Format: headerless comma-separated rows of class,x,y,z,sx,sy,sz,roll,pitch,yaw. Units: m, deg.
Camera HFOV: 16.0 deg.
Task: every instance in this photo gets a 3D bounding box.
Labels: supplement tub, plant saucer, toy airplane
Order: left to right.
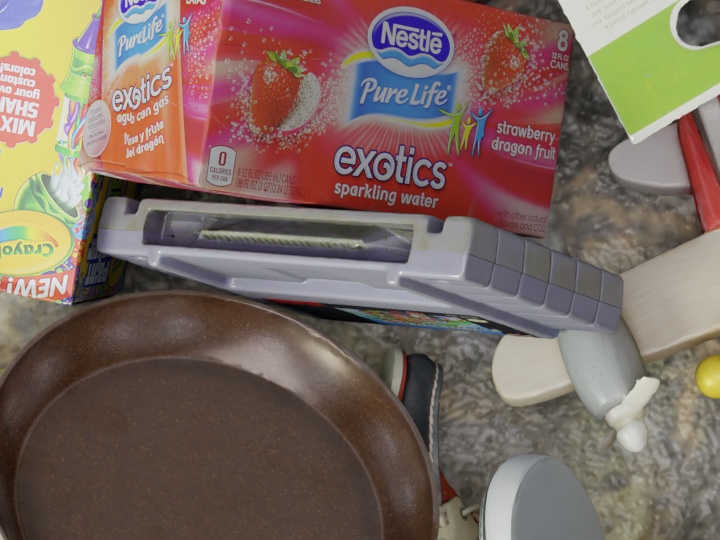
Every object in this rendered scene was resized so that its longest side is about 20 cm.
supplement tub,-0.140,0.135,1.152,0.199,0.145,0.146,25,93,3
plant saucer,-0.066,0.095,1.089,0.199,0.201,0.035,25,135,3
toy airplane,0.182,0.006,1.125,0.198,0.141,0.201,26,93,4

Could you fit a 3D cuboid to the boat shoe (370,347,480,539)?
boat shoe,0.029,0.136,1.176,0.062,0.071,0.202,3,93,-2

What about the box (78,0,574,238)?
box,-0.012,-0.076,1.109,0.199,0.095,0.101,8,91,-39

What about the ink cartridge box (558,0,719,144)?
ink cartridge box,0.136,-0.173,1.052,0.147,0.076,0.201,-30,79,25

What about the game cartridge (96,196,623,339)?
game cartridge,0.000,0.000,1.106,0.199,0.129,0.039,4,77,37

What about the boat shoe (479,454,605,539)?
boat shoe,0.074,0.167,1.134,0.068,0.074,0.200,8,129,36

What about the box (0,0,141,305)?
box,-0.197,-0.099,1.163,0.198,0.122,0.194,11,93,4
